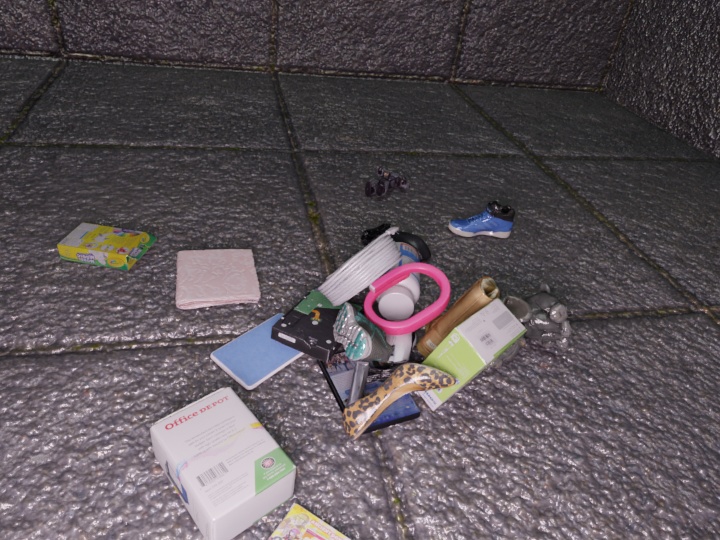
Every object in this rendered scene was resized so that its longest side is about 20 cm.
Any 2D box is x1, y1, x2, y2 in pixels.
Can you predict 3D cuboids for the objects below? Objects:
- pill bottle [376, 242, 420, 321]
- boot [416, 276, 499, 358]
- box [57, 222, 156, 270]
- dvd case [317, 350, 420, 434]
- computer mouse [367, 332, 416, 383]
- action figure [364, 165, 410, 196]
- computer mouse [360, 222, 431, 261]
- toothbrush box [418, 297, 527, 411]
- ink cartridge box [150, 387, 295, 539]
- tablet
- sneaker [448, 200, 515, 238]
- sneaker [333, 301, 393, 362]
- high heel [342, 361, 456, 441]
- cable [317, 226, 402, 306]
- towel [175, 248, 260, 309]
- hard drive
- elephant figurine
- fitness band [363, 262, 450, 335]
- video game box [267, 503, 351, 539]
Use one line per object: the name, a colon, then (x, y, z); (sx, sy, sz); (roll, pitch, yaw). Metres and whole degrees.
pill bottle: (0.089, 0.028, 1.282); (0.111, 0.113, 0.201); (9, 35, 1)
boot: (0.217, 0.089, 1.130); (0.066, 0.200, 0.175); (40, 28, 2)
box: (-0.619, -0.060, 1.315); (0.197, 0.049, 0.118); (8, 34, 4)
dvd case: (0.012, 0.230, 1.060); (0.141, 0.018, 0.200); (-10, 40, -23)
computer mouse: (0.067, 0.161, 1.094); (0.108, 0.044, 0.200); (-4, 24, 16)
action figure: (0.097, -0.302, 1.794); (0.129, 0.070, 0.200); (20, 33, 24)
computer mouse: (0.097, -0.083, 1.498); (0.140, 0.046, 0.199); (-23, 46, -38)
toothbrush box: (0.202, 0.163, 1.024); (0.145, 0.201, 0.086); (-25, 69, -40)
ink cartridge box: (-0.218, 0.300, 0.839); (0.144, 0.088, 0.200); (-23, 47, -37)
tablet: (-0.197, 0.164, 1.114); (0.130, 0.014, 0.199); (31, 41, 28)
sneaker: (0.371, -0.163, 1.612); (0.197, 0.112, 0.077); (5, 35, -5)
sneaker: (0.005, 0.130, 1.064); (0.090, 0.078, 0.200); (20, 15, -22)
high heel: (0.067, 0.239, 0.943); (0.198, 0.072, 0.144); (-1, 58, 22)
cable: (0.000, 0.000, 1.181); (0.069, 0.199, 0.200); (52, 37, -3)
towel: (-0.344, 0.016, 1.279); (0.189, 0.033, 0.201); (-2, 37, -17)
hard drive: (-0.088, 0.114, 1.167); (0.138, 0.038, 0.200); (20, 30, 14)
elephant figurine: (0.359, 0.123, 1.203); (0.198, 0.143, 0.155); (-9, 6, 2)
fitness band: (0.101, 0.058, 1.143); (0.199, 0.038, 0.144); (-30, 52, -20)
video game box: (-0.063, 0.444, 0.716); (0.198, 0.047, 0.182); (24, 40, 21)
